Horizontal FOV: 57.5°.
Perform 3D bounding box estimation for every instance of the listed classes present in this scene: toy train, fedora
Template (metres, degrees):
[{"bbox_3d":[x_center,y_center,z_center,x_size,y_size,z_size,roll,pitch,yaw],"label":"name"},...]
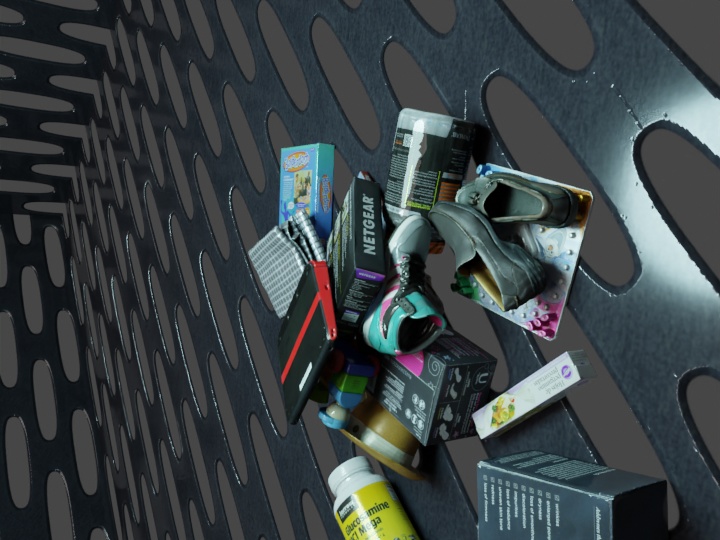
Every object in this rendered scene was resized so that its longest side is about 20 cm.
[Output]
[{"bbox_3d":[-0.057,0.157,1.050,0.199,0.083,0.118,31,105,56],"label":"toy train"},{"bbox_3d":[0.040,0.259,1.070,0.199,0.200,0.083,25,79,51],"label":"fedora"}]

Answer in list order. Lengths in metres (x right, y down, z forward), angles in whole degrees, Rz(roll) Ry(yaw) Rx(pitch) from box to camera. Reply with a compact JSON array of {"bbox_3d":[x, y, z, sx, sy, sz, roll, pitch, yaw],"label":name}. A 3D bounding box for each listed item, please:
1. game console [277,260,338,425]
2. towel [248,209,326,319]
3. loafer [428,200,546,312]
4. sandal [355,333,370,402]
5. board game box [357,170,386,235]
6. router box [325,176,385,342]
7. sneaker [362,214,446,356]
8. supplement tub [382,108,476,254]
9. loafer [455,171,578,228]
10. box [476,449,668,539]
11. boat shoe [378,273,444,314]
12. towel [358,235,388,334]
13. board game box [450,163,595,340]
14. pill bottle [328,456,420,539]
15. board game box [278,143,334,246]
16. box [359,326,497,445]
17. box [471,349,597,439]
[{"bbox_3d":[-0.081,0.105,0.997,0.179,0.030,0.202,-108,33,-45],"label":"game console"},{"bbox_3d":[-0.142,-0.004,1.317,0.199,0.085,0.168,-33,82,57],"label":"towel"},{"bbox_3d":[0.155,-0.024,0.884,0.200,0.072,0.074,42,157,35],"label":"loafer"},{"bbox_3d":[0.031,0.170,1.159,0.080,0.053,0.205,26,125,58],"label":"sandal"},{"bbox_3d":[0.016,-0.082,1.169,0.104,0.019,0.202,-64,31,30],"label":"board game box"},{"bbox_3d":[-0.012,-0.019,0.992,0.203,0.050,0.151,-92,20,-44],"label":"router box"},{"bbox_3d":[0.075,0.030,0.910,0.120,0.082,0.204,26,101,54],"label":"sneaker"},{"bbox_3d":[0.100,-0.135,1.003,0.122,0.120,0.205,27,110,50],"label":"supplement tub"},{"bbox_3d":[0.193,-0.096,0.879,0.198,0.062,0.074,14,102,53],"label":"loafer"},{"bbox_3d":[0.250,0.341,0.788,0.195,0.122,0.205,-3,87,55],"label":"box"},{"bbox_3d":[0.083,0.031,1.069,0.200,0.071,0.074,-137,66,-70],"label":"boat shoe"},{"bbox_3d":[0.000,0.000,1.091,0.200,0.023,0.156,-132,53,-71],"label":"towel"},{"bbox_3d":[0.216,-0.033,0.923,0.199,0.025,0.205,29,112,50],"label":"board game box"},{"bbox_3d":[0.022,0.425,1.109,0.201,0.111,0.114,56,131,37],"label":"pill bottle"},{"bbox_3d":[-0.115,-0.155,1.362,0.151,0.044,0.205,8,97,54],"label":"board game box"},{"bbox_3d":[0.095,0.155,1.013,0.199,0.113,0.135,34,117,51],"label":"box"},{"bbox_3d":[0.229,0.172,0.889,0.200,0.041,0.039,-47,54,42],"label":"box"}]
